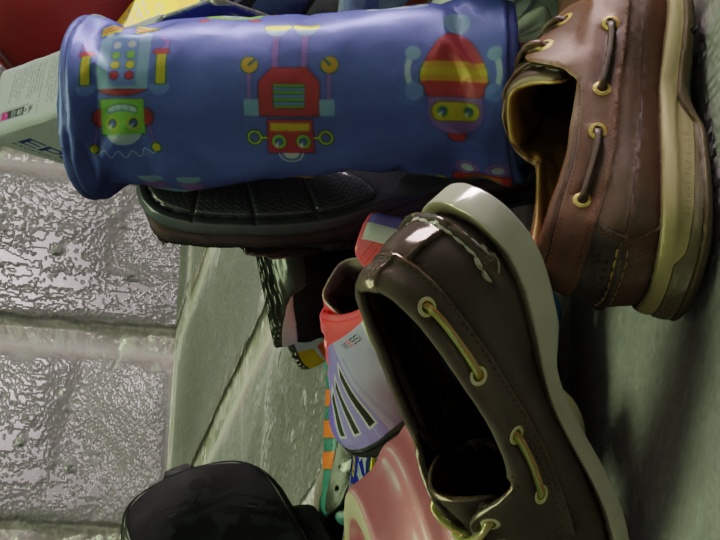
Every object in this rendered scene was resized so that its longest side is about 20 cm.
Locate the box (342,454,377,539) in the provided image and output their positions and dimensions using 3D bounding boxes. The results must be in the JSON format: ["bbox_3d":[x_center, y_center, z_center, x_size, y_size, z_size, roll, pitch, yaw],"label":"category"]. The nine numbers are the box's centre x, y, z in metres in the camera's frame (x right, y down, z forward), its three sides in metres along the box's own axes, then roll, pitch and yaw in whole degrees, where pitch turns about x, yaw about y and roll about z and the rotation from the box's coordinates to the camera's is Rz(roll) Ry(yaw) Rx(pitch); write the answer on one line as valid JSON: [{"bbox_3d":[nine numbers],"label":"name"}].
[{"bbox_3d":[0.025,0.147,1.290,0.070,0.064,0.201,-146,61,-80],"label":"box"}]

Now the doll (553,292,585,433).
[{"bbox_3d":[0.066,0.072,1.109,0.200,0.048,0.137,143,131,-83],"label":"doll"}]

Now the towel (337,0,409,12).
[{"bbox_3d":[0.057,-0.200,1.142,0.147,0.024,0.200,-37,-21,-32],"label":"towel"}]

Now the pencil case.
[{"bbox_3d":[-0.024,-0.071,1.066,0.087,0.199,0.078,-48,-44,-79],"label":"pencil case"}]

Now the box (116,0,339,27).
[{"bbox_3d":[-0.023,-0.157,1.250,0.200,0.119,0.042,-48,55,32],"label":"box"}]

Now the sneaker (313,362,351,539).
[{"bbox_3d":[0.013,0.091,1.408,0.080,0.071,0.201,-106,17,-57],"label":"sneaker"}]

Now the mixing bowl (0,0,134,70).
[{"bbox_3d":[-0.114,-0.183,1.340,0.108,0.200,0.201,-24,51,34],"label":"mixing bowl"}]

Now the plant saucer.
[{"bbox_3d":[0.033,0.164,1.106,0.201,0.051,0.202,169,90,-83],"label":"plant saucer"}]

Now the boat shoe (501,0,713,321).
[{"bbox_3d":[0.089,-0.071,0.985,0.072,0.067,0.201,106,167,-51],"label":"boat shoe"}]

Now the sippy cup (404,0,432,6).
[{"bbox_3d":[0.006,-0.101,1.397,0.178,0.139,0.130,50,-173,-33],"label":"sippy cup"}]

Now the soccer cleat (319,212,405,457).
[{"bbox_3d":[0.011,0.026,1.150,0.200,0.073,0.068,128,165,-65],"label":"soccer cleat"}]

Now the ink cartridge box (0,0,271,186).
[{"bbox_3d":[-0.044,-0.063,1.213,0.200,0.196,0.044,-8,68,56],"label":"ink cartridge box"}]

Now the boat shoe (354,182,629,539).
[{"bbox_3d":[0.048,0.066,0.959,0.072,0.059,0.201,21,138,45],"label":"boat shoe"}]

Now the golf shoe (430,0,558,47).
[{"bbox_3d":[0.075,-0.139,1.156,0.200,0.075,0.092,119,167,-59],"label":"golf shoe"}]

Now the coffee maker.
[{"bbox_3d":[-0.051,0.231,1.441,0.135,0.192,0.200,-41,-33,-28],"label":"coffee maker"}]

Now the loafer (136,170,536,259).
[{"bbox_3d":[0.002,-0.035,1.134,0.063,0.199,0.072,89,165,-49],"label":"loafer"}]

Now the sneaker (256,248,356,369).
[{"bbox_3d":[0.000,0.000,1.240,0.200,0.090,0.070,65,-168,-80],"label":"sneaker"}]
